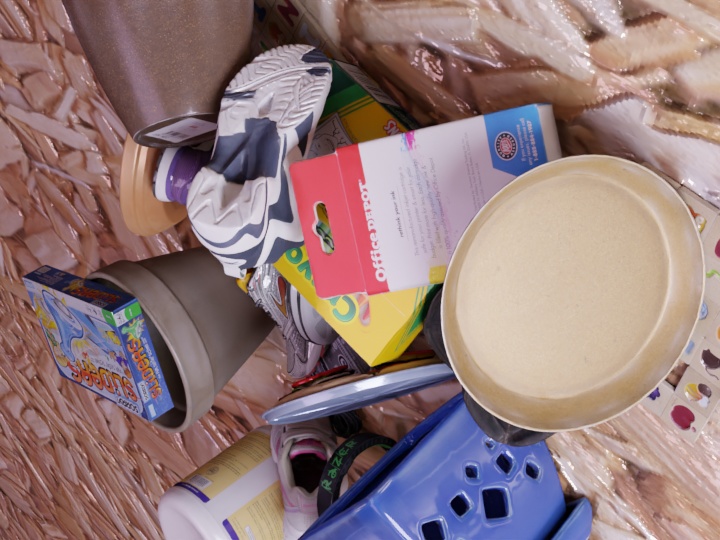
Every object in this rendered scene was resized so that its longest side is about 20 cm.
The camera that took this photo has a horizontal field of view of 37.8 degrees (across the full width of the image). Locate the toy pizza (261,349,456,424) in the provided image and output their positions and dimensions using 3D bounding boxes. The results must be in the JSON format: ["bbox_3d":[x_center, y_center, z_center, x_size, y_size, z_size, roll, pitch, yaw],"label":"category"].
[{"bbox_3d":[0.002,0.106,0.990,0.200,0.199,0.032,-32,70,56],"label":"toy pizza"}]

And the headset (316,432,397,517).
[{"bbox_3d":[0.015,0.260,1.156,0.094,0.124,0.200,7,144,45],"label":"headset"}]

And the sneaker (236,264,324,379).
[{"bbox_3d":[-0.088,0.019,1.098,0.078,0.082,0.201,-151,47,-70],"label":"sneaker"}]

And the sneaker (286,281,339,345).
[{"bbox_3d":[0.000,0.000,0.984,0.115,0.075,0.202,30,123,33],"label":"sneaker"}]

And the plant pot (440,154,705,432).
[{"bbox_3d":[0.147,0.016,0.739,0.027,0.199,0.201,-133,23,-69],"label":"plant pot"}]

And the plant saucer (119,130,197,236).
[{"bbox_3d":[-0.180,-0.128,1.047,0.037,0.201,0.201,17,136,7],"label":"plant saucer"}]

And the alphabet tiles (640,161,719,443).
[{"bbox_3d":[0.222,0.020,0.803,0.167,0.008,0.201,40,141,25],"label":"alphabet tiles"}]

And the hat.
[{"bbox_3d":[0.129,0.090,0.833,0.199,0.081,0.201,14,149,8],"label":"hat"}]

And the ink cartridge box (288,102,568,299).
[{"bbox_3d":[0.055,-0.051,0.805,0.199,0.067,0.117,-10,96,22],"label":"ink cartridge box"}]

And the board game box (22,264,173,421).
[{"bbox_3d":[-0.291,0.076,1.159,0.199,0.034,0.136,14,126,45],"label":"board game box"}]

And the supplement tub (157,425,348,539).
[{"bbox_3d":[-0.127,0.278,1.270,0.145,0.200,0.146,31,137,34],"label":"supplement tub"}]

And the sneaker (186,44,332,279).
[{"bbox_3d":[-0.076,-0.081,0.875,0.079,0.200,0.130,11,152,7],"label":"sneaker"}]

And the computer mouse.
[{"bbox_3d":[-0.009,0.104,1.130,0.110,0.044,0.200,57,151,12],"label":"computer mouse"}]

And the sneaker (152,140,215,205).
[{"bbox_3d":[-0.129,-0.086,1.035,0.087,0.200,0.076,17,104,8],"label":"sneaker"}]

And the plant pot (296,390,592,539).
[{"bbox_3d":[0.086,0.244,0.987,0.180,0.200,0.200,49,144,3],"label":"plant pot"}]

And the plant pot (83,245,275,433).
[{"bbox_3d":[-0.190,0.056,1.201,0.200,0.173,0.201,31,137,34],"label":"plant pot"}]

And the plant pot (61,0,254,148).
[{"bbox_3d":[-0.166,-0.214,0.898,0.187,0.186,0.201,-21,79,55],"label":"plant pot"}]

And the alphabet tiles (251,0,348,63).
[{"bbox_3d":[-0.079,-0.195,1.014,0.200,0.006,0.166,52,145,9],"label":"alphabet tiles"}]

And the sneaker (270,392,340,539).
[{"bbox_3d":[-0.056,0.207,1.182,0.201,0.081,0.089,-106,16,-46],"label":"sneaker"}]

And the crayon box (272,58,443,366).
[{"bbox_3d":[0.003,-0.050,0.906,0.200,0.058,0.173,45,110,18],"label":"crayon box"}]
